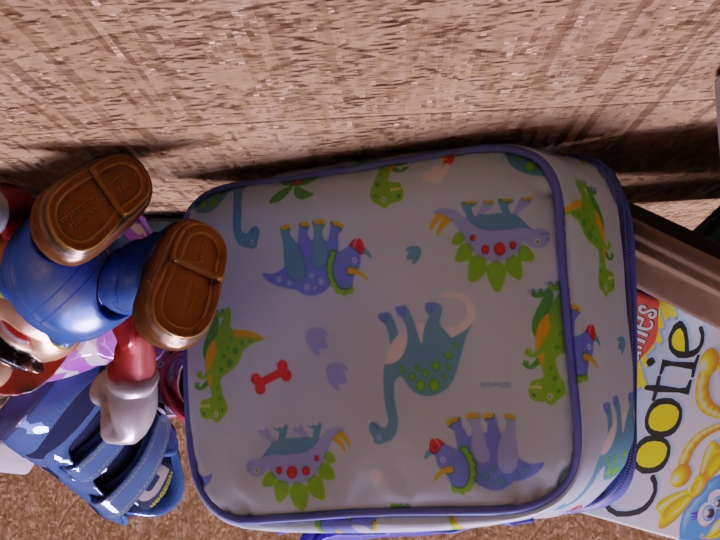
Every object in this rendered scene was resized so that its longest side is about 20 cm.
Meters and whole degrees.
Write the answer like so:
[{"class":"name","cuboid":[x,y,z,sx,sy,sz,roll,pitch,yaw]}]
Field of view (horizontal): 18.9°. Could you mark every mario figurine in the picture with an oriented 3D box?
[{"class":"mario figurine","cuboid":[-0.131,0.019,0.901,0.105,0.124,0.200,-16,178,-26]}]

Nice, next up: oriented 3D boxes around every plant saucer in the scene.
[{"class":"plant saucer","cuboid":[0.167,0.008,0.976,0.199,0.030,0.200,26,-174,-3]}]

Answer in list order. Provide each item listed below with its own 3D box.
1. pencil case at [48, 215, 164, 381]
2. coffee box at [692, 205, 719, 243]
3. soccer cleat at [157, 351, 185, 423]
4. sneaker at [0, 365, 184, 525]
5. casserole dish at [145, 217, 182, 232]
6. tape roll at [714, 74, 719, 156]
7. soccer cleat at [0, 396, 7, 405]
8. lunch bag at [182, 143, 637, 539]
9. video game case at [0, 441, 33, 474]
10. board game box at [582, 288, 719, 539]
[{"class":"pencil case","cuboid":[-0.190,0.019,1.049,0.199,0.085,0.085,-6,174,14]},{"class":"coffee box","cuboid":[0.153,0.035,1.179,0.200,0.044,0.123,-41,178,-3]},{"class":"soccer cleat","cuboid":[-0.095,0.058,1.211,0.076,0.067,0.199,19,180,-44]},{"class":"sneaker","cuboid":[-0.137,0.087,1.150,0.074,0.082,0.200,-48,167,-4]},{"class":"casserole dish","cuboid":[-0.108,-0.003,1.178,0.120,0.039,0.200,-6,177,24]},{"class":"tape roll","cuboid":[0.218,-0.056,0.725,0.201,0.037,0.203,-5,176,0]},{"class":"soccer cleat","cuboid":[-0.213,0.047,1.185,0.069,0.078,0.200,-3,-167,3]},{"class":"lunch bag","cuboid":[0.018,0.034,0.918,0.199,0.162,0.082,-7,175,31]},{"class":"video game case","cuboid":[-0.298,0.055,1.180,0.182,0.023,0.200,28,-175,29]},{"class":"board game box","cuboid":[0.134,0.061,1.025,0.199,0.105,0.103,19,-172,-39]}]
